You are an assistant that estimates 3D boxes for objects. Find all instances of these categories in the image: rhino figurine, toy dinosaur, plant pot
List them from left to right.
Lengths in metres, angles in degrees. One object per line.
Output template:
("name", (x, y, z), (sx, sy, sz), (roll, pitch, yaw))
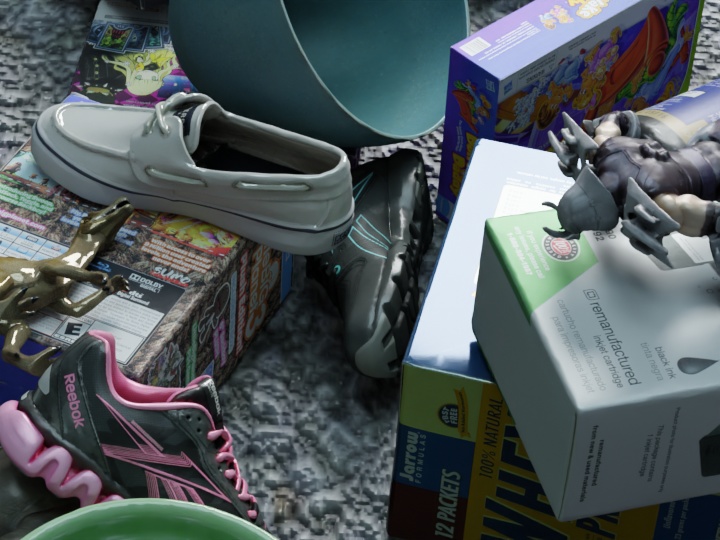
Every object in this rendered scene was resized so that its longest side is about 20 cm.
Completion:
("toy dinosaur", (-0.199, 0.016, 1.305), (0.199, 0.059, 0.101), (-17, 31, -30))
("rhino figurine", (-0.168, 0.150, 1.286), (0.087, 0.060, 0.200), (-25, 52, -39))
("plant pot", (-0.043, -0.164, 1.517), (0.134, 0.201, 0.201), (-15, 30, 36))

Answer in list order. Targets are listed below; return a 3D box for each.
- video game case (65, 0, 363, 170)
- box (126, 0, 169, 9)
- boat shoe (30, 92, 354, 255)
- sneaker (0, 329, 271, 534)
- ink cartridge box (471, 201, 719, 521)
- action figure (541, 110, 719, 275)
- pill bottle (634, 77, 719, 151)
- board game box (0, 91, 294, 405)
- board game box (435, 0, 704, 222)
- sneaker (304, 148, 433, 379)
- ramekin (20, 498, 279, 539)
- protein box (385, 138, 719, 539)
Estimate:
("video game case", (-0.089, -0.133, 1.621), (0.198, 0.036, 0.182), (6, 42, 3))
("box", (-0.111, -0.244, 1.697), (0.199, 0.049, 0.161), (-16, 32, -32))
("boat shoe", (-0.097, -0.068, 1.381), (0.199, 0.066, 0.072), (20, 45, 16))
("sneaker", (-0.091, 0.107, 1.269), (0.200, 0.096, 0.079), (37, 3, -8))
("ink cartridge box", (0.173, 0.033, 1.219), (0.199, 0.084, 0.146), (-9, 44, -15))
("action figure", (0.179, -0.049, 1.202), (0.199, 0.070, 0.130), (-18, 51, -19))
("pill bottle", (0.253, -0.073, 1.525), (0.199, 0.112, 0.112), (-23, 49, -26))
("board game box", (-0.151, 0.009, 1.415), (0.159, 0.097, 0.200), (20, 44, 17))
("board game box", (0.137, -0.119, 1.549), (0.199, 0.135, 0.045), (-32, 53, -32))
("sneaker", (0.000, 0.000, 1.468), (0.079, 0.076, 0.201), (-4, 33, 8))
("ramekin", (-0.102, 0.220, 1.157), (0.198, 0.098, 0.201), (5, 55, -7))
("protein box", (0.133, 0.054, 1.357), (0.197, 0.136, 0.201), (12, 42, 8))
